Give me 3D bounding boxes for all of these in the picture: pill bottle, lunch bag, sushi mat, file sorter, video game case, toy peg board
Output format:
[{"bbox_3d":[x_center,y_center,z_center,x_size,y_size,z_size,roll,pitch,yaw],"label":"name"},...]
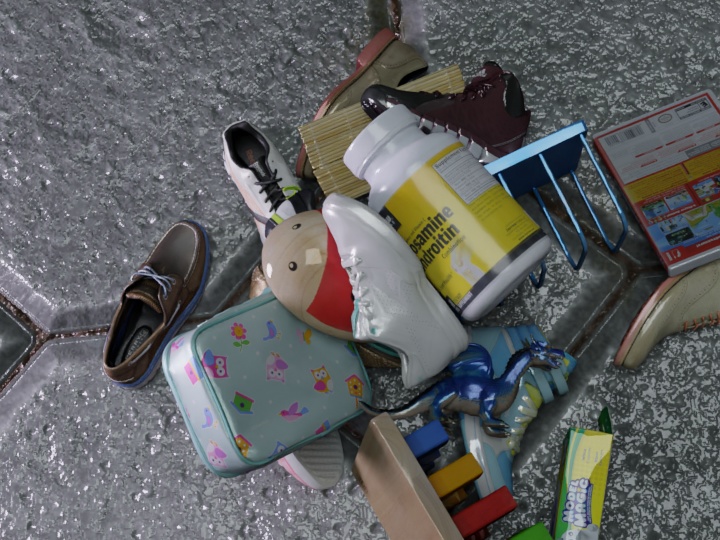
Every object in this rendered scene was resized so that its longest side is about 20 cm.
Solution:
[{"bbox_3d":[0.078,-0.058,1.153,0.112,0.112,0.200,-41,80,-5],"label":"pill bottle"},{"bbox_3d":[-0.090,0.101,1.198,0.200,0.077,0.161,-22,83,-45],"label":"lunch bag"},{"bbox_3d":[0.037,-0.149,1.339,0.199,0.012,0.096,-23,102,-10],"label":"sushi mat"},{"bbox_3d":[0.164,-0.044,1.270,0.199,0.139,0.123,-26,77,0],"label":"file sorter"},{"bbox_3d":[0.350,-0.097,1.286,0.142,0.017,0.201,-21,53,1],"label":"video game case"},{"bbox_3d":[0.089,0.234,1.181,0.097,0.200,0.200,-26,72,-17],"label":"toy peg board"}]

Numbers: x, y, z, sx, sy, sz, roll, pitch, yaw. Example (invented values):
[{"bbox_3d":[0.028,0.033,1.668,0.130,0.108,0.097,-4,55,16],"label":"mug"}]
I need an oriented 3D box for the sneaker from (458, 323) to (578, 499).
[{"bbox_3d":[0.166,0.145,1.247,0.130,0.080,0.201,-10,75,6],"label":"sneaker"}]

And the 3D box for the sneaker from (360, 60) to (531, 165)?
[{"bbox_3d":[0.100,-0.185,1.315,0.199,0.076,0.116,24,83,-23],"label":"sneaker"}]

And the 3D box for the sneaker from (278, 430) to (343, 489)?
[{"bbox_3d":[-0.104,0.152,1.288,0.201,0.104,0.075,54,44,-8],"label":"sneaker"}]

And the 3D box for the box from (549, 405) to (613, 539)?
[{"bbox_3d":[0.214,0.236,1.197,0.048,0.117,0.201,11,76,9],"label":"box"}]

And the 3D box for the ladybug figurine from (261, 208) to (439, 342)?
[{"bbox_3d":[0.000,0.000,1.212,0.199,0.072,0.137,12,64,-29],"label":"ladybug figurine"}]

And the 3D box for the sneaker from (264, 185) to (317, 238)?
[{"bbox_3d":[-0.009,-0.015,1.285,0.200,0.072,0.083,38,86,-12],"label":"sneaker"}]

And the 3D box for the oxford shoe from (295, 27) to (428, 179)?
[{"bbox_3d":[0.001,-0.176,1.360,0.075,0.070,0.200,34,83,7],"label":"oxford shoe"}]

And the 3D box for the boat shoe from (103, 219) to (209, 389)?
[{"bbox_3d":[-0.222,0.032,1.327,0.072,0.072,0.201,17,78,11],"label":"boat shoe"}]

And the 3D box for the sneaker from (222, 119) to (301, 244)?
[{"bbox_3d":[-0.098,-0.080,1.340,0.074,0.080,0.200,-34,76,-6],"label":"sneaker"}]

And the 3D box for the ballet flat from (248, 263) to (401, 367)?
[{"bbox_3d":[-0.038,0.064,1.311,0.200,0.070,0.066,33,108,17],"label":"ballet flat"}]

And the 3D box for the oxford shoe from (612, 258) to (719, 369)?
[{"bbox_3d":[0.343,0.035,1.260,0.074,0.071,0.200,42,83,12],"label":"oxford shoe"}]

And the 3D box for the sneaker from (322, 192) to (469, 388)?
[{"bbox_3d":[0.016,0.022,1.134,0.088,0.075,0.200,-41,104,-14],"label":"sneaker"}]

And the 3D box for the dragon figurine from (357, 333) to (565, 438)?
[{"bbox_3d":[0.102,0.109,1.202,0.199,0.059,0.100,0,67,11],"label":"dragon figurine"}]
